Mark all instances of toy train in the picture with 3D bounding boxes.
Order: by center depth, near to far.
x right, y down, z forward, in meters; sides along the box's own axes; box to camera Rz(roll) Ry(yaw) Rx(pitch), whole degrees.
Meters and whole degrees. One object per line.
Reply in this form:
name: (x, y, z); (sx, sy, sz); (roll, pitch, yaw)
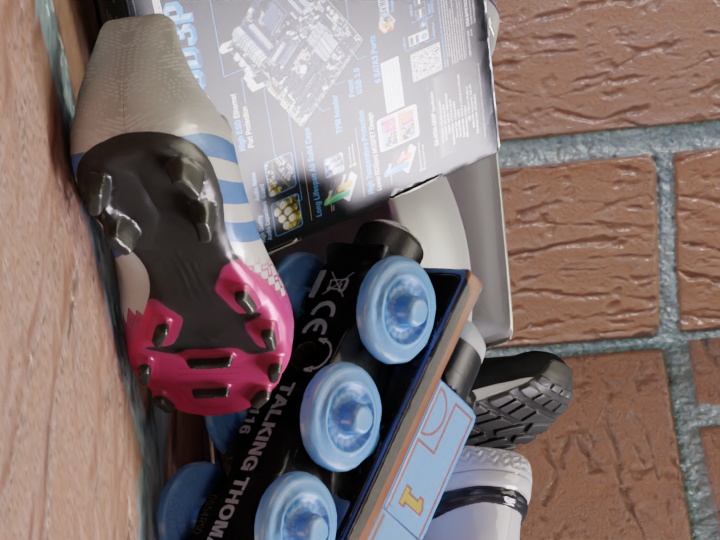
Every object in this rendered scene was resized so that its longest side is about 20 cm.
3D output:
toy train: (-0.009, 0.079, 1.108); (0.114, 0.086, 0.200); (45, 60, -39)

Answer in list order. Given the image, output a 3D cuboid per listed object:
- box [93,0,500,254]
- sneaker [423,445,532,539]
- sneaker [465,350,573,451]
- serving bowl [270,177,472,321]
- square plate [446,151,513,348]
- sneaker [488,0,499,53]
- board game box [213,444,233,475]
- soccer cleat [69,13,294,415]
box: (-0.026, -0.105, 1.058); (0.046, 0.159, 0.200); (48, -24, 44)
sneaker: (0.024, 0.154, 1.234); (0.200, 0.075, 0.115); (143, -49, -66)
sneaker: (0.016, 0.062, 1.369); (0.076, 0.199, 0.088); (28, 48, -53)
serving bowl: (0.000, 0.000, 1.291); (0.200, 0.066, 0.201); (23, -63, 57)
square plate: (-0.002, -0.041, 1.461); (0.028, 0.198, 0.201); (9, 72, -46)
sneaker: (-0.002, -0.140, 1.326); (0.073, 0.200, 0.115); (30, 60, -34)
board game box: (-0.030, 0.133, 1.216); (0.134, 0.045, 0.201); (147, -61, -72)
soccer cleat: (-0.066, -0.020, 1.006); (0.200, 0.070, 0.087); (79, 7, -56)
